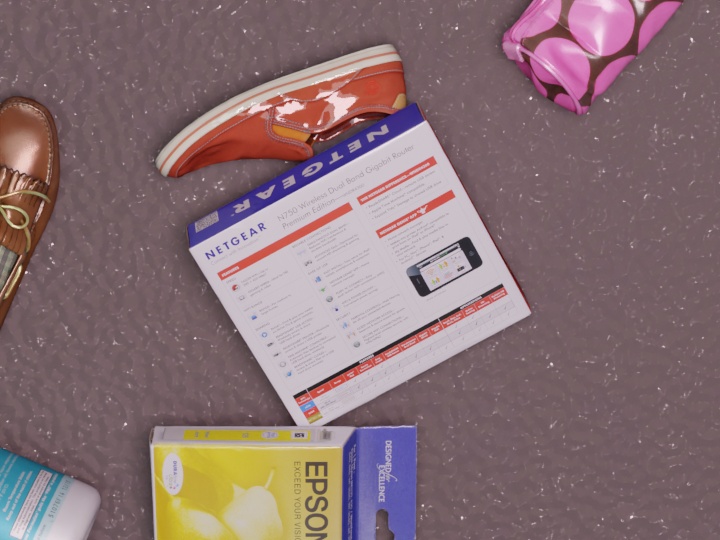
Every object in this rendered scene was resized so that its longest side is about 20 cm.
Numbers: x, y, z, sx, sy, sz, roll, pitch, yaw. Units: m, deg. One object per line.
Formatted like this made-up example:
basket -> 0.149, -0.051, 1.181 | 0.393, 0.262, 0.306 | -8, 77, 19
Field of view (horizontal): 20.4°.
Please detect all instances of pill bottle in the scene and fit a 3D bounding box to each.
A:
pill bottle -> -0.306, 0.179, 1.514 | 0.200, 0.111, 0.111 | 24, 97, -3

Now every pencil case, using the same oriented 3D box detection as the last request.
pencil case -> 0.187, -0.215, 1.468 | 0.094, 0.091, 0.200 | 33, 96, -39

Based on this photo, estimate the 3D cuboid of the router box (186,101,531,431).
router box -> 0.000, 0.000, 1.493 | 0.200, 0.049, 0.180 | -28, 113, 4

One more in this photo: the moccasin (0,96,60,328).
moccasin -> -0.279, -0.033, 1.501 | 0.074, 0.078, 0.202 | 24, 97, -3

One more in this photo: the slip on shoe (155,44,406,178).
slip on shoe -> -0.057, -0.108, 1.491 | 0.200, 0.074, 0.061 | -21, 86, -2

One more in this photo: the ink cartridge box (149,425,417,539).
ink cartridge box -> -0.058, 0.212, 1.528 | 0.200, 0.047, 0.198 | 1, 112, 2
